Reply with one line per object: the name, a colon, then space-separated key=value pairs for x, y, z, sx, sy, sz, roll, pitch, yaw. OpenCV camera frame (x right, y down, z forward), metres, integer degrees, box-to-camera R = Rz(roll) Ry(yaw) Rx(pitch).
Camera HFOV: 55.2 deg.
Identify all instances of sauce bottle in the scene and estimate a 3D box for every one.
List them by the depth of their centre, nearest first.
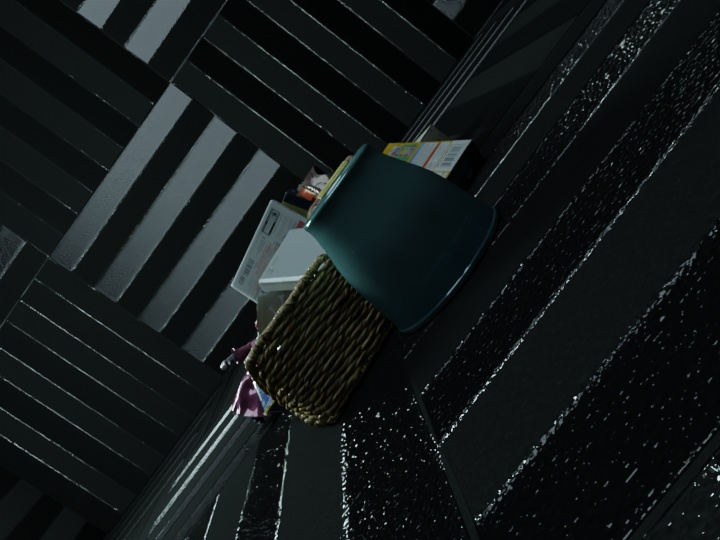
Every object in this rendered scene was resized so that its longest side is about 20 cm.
sauce bottle: x=-0.053 y=-0.117 z=1.251 sx=0.200 sy=0.066 sz=0.066 roll=-54 pitch=7 yaw=-14

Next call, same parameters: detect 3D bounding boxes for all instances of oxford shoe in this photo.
oxford shoe: x=-0.043 y=-0.154 z=1.345 sx=0.071 sy=0.200 sz=0.073 roll=8 pitch=-76 yaw=-52

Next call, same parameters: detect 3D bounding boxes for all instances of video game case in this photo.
video game case: x=-0.146 y=-0.012 z=1.368 sx=0.200 sy=0.182 sz=0.023 roll=-63 pitch=-21 yaw=10

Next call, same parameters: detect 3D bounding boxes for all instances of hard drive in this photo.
hard drive: x=-0.056 y=-0.025 z=1.106 sx=0.200 sy=0.026 sz=0.132 roll=-4 pitch=43 yaw=34

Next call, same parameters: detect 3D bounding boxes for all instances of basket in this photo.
basket: x=-0.064 y=0.099 z=0.978 sx=0.200 sy=0.149 sz=0.143 roll=-58 pitch=8 yaw=-21

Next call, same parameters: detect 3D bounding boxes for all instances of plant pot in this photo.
plant pot: x=0.039 y=-0.054 z=0.880 sx=0.200 sy=0.188 sz=0.200 roll=-53 pitch=7 yaw=9

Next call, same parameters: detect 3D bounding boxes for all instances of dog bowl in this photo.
dog bowl: x=-0.124 y=0.061 z=1.231 sx=0.200 sy=0.059 sz=0.200 roll=2 pitch=-90 yaw=-79

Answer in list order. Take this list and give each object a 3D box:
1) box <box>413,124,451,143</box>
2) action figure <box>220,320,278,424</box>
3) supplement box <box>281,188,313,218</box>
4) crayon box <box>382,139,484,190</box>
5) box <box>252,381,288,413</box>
box: x=0.125 y=-0.230 z=1.562 sx=0.095 sy=0.078 sz=0.200 roll=-59 pitch=9 yaw=-28
action figure: x=-0.188 y=0.196 z=1.361 sx=0.149 sy=0.134 sz=0.200 roll=20 pitch=-103 yaw=-74
supplement box: x=-0.096 y=-0.045 z=1.469 sx=0.134 sy=0.200 sz=0.200 roll=-100 pitch=31 yaw=-80
crayon box: x=0.100 y=-0.163 z=1.193 sx=0.200 sy=0.052 sz=0.126 roll=10 pitch=60 yaw=48
box: x=-0.102 y=0.150 z=1.142 sx=0.200 sy=0.064 sz=0.070 roll=-55 pitch=48 yaw=31
